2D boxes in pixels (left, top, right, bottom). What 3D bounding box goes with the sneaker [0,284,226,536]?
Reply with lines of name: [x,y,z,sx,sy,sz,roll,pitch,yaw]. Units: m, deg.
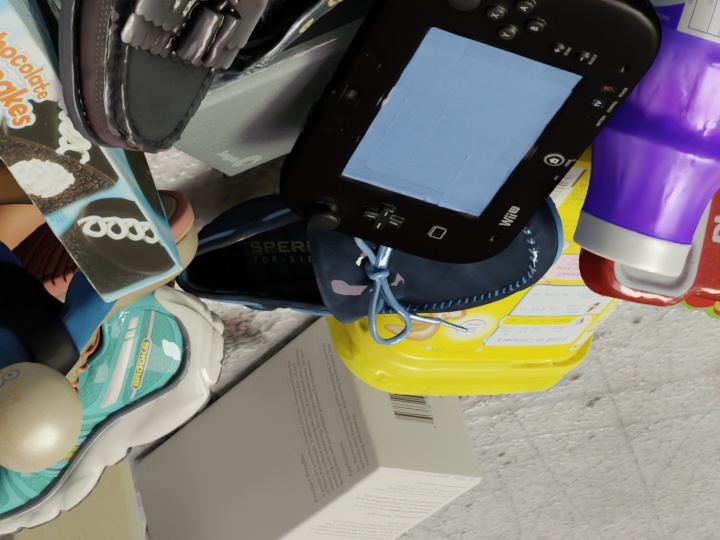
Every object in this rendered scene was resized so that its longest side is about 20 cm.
sneaker: [-0.152,0.061,1.024,0.079,0.078,0.200,33,125,-28]

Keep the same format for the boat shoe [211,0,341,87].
boat shoe: [-0.011,-0.129,0.774,0.199,0.091,0.071,-25,122,18]

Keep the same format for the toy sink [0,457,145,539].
toy sink: [-0.229,0.177,1.182,0.200,0.131,0.112,-33,147,30]

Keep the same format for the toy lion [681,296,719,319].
toy lion: [0.265,-0.035,1.144,0.190,0.069,0.200,-2,149,-9]

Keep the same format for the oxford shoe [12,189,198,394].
oxford shoe: [-0.139,0.027,0.924,0.199,0.071,0.075,-25,112,32]

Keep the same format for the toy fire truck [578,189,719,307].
toy fire truck: [0.187,-0.075,0.909,0.167,0.201,0.112,10,-177,-24]

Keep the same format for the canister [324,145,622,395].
canister: [0.087,-0.026,1.034,0.148,0.087,0.200,1,146,-29]

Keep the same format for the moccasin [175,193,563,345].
moccasin: [0.000,0.000,0.966,0.199,0.081,0.068,-9,-166,38]

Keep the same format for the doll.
doll: [-0.160,0.031,0.818,0.136,0.200,0.049,-38,124,-14]

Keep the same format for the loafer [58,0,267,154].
loafer: [-0.045,-0.131,0.686,0.072,0.063,0.201,5,105,-57]

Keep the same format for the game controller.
game controller: [0.039,-0.063,0.820,0.104,0.042,0.200,24,147,-7]

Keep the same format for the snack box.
snack box: [-0.127,-0.089,0.750,0.037,0.117,0.200,-24,144,3]

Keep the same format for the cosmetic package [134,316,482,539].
cosmetic package: [-0.036,0.117,1.199,0.085,0.108,0.200,11,143,-41]

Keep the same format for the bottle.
bottle: [0.136,-0.099,0.827,0.065,0.084,0.201,15,100,-15]

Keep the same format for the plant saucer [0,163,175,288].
plant saucer: [-0.190,0.007,1.000,0.199,0.038,0.201,-12,150,-7]

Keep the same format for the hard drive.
hard drive: [0.011,-0.099,0.879,0.199,0.033,0.140,-21,170,10]
